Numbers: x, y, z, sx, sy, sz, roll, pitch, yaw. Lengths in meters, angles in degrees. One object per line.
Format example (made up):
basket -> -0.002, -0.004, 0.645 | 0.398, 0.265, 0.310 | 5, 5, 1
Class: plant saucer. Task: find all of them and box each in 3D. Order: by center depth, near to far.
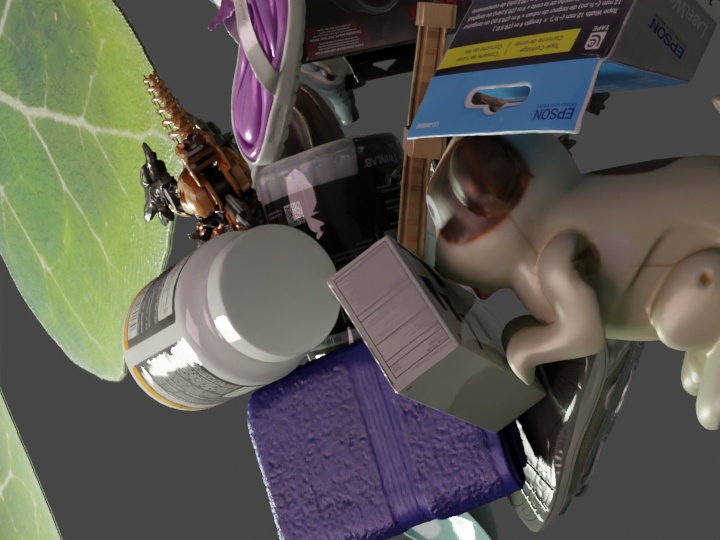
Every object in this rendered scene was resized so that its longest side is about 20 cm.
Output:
plant saucer -> 0.036, 0.170, 1.109 | 0.199, 0.036, 0.200 | 32, 159, 14

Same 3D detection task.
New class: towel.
towel -> 0.017, 0.122, 0.991 | 0.199, 0.049, 0.149 | -26, 69, 23

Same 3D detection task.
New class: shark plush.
shark plush -> -0.049, -0.186, 1.053 | 0.083, 0.200, 0.091 | 3, 76, 32

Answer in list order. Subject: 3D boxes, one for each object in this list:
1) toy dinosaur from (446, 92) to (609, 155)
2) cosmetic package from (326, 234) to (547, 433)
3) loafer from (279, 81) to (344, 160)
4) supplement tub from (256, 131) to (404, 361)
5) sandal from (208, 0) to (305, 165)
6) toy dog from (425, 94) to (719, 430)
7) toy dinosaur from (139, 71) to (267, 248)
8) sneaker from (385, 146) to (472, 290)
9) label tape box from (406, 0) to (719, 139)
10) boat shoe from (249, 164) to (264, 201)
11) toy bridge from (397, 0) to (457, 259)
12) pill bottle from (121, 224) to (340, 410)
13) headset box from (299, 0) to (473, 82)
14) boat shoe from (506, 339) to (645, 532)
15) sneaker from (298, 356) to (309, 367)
toy dinosaur -> 0.099, -0.112, 0.909 | 0.102, 0.077, 0.201 | 44, 125, 44
cosmetic package -> 0.054, 0.045, 0.842 | 0.051, 0.200, 0.083 | -35, 68, 11
loafer -> -0.050, -0.063, 1.168 | 0.073, 0.071, 0.201 | -3, 102, 57
supplement tub -> 0.000, 0.000, 1.074 | 0.122, 0.122, 0.201 | -17, 89, 58
sandal -> -0.074, -0.157, 0.899 | 0.082, 0.050, 0.204 | 44, 141, 46
toy dog -> 0.133, -0.020, 0.781 | 0.199, 0.140, 0.195 | 19, 107, 6
toy dinosaur -> -0.116, -0.071, 1.101 | 0.136, 0.102, 0.201 | -144, 44, -59
sneaker -> 0.089, -0.052, 0.954 | 0.200, 0.073, 0.119 | -15, 97, 60
label tape box -> 0.128, -0.144, 0.758 | 0.143, 0.066, 0.201 | 4, 63, 55
boat shoe -> -0.082, -0.033, 1.238 | 0.072, 0.070, 0.202 | -173, 90, -69
toy bridge -> 0.043, -0.089, 0.928 | 0.067, 0.027, 0.201 | -97, 12, -80
pill bottle -> -0.099, 0.036, 1.019 | 0.200, 0.116, 0.117 | -26, 82, 59
headset box -> -0.002, -0.234, 0.940 | 0.077, 0.148, 0.201 | 7, 109, 63
boat shoe -> 0.149, 0.109, 0.957 | 0.075, 0.064, 0.203 | 55, 146, 42
sneaker -> -0.018, 0.115, 1.190 | 0.075, 0.084, 0.201 | 29, 127, 48
